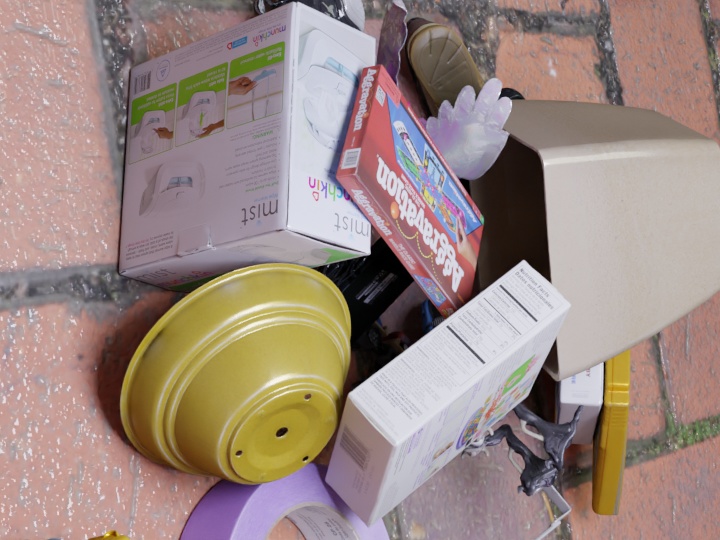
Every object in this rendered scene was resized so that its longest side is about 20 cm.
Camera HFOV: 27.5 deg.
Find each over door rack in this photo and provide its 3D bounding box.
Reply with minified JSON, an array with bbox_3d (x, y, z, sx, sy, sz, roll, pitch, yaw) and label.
[{"bbox_3d":[0.113,0.298,1.309,0.066,0.148,0.200,41,47,6],"label":"over door rack"}]

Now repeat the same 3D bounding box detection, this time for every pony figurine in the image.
[{"bbox_3d":[0.024,-0.109,1.254,0.199,0.194,0.167,-25,61,-26],"label":"pony figurine"}]

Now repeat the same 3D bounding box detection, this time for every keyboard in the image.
[{"bbox_3d":[0.000,0.000,1.251,0.104,0.200,0.040,23,24,-54],"label":"keyboard"}]

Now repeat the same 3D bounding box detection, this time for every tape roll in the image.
[{"bbox_3d":[-0.058,0.260,1.198,0.199,0.065,0.203,14,71,-44],"label":"tape roll"}]

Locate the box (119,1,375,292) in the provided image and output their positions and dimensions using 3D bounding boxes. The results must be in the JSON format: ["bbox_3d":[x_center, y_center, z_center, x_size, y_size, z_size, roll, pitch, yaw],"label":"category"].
[{"bbox_3d":[-0.091,-0.088,1.141,0.096,0.199,0.179,15,70,-44],"label":"box"}]

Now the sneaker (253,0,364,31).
[{"bbox_3d":[-0.037,-0.163,1.316,0.113,0.075,0.202,-28,107,-37],"label":"sneaker"}]

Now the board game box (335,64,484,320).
[{"bbox_3d":[0.043,-0.055,1.141,0.200,0.019,0.104,51,44,-45],"label":"board game box"}]

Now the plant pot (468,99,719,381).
[{"bbox_3d":[0.211,-0.046,1.293,0.175,0.200,0.202,-11,111,-12],"label":"plant pot"}]

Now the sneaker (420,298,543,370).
[{"bbox_3d":[0.123,0.063,1.413,0.199,0.082,0.072,21,57,-51],"label":"sneaker"}]

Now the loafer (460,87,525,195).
[{"bbox_3d":[0.103,-0.090,1.401,0.201,0.070,0.068,-52,122,-14],"label":"loafer"}]

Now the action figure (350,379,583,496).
[{"bbox_3d":[0.093,0.125,1.319,0.120,0.198,0.102,102,12,-46],"label":"action figure"}]

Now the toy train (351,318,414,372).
[{"bbox_3d":[0.036,0.082,1.363,0.200,0.034,0.046,47,45,-30],"label":"toy train"}]

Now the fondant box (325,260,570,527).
[{"bbox_3d":[0.068,0.099,1.175,0.199,0.145,0.058,-34,67,-28],"label":"fondant box"}]

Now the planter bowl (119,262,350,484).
[{"bbox_3d":[-0.075,0.100,1.116,0.199,0.084,0.202,-21,135,-22],"label":"planter bowl"}]

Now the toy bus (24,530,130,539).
[{"bbox_3d":[-0.189,0.251,1.022,0.201,0.135,0.192,61,32,-15],"label":"toy bus"}]

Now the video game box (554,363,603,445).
[{"bbox_3d":[0.220,0.066,1.481,0.200,0.046,0.184,72,23,-71],"label":"video game box"}]

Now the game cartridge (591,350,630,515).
[{"bbox_3d":[0.253,0.119,1.488,0.201,0.032,0.177,82,13,-47],"label":"game cartridge"}]

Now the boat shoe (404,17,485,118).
[{"bbox_3d":[0.100,-0.170,1.464,0.065,0.073,0.201,-112,176,-54],"label":"boat shoe"}]
